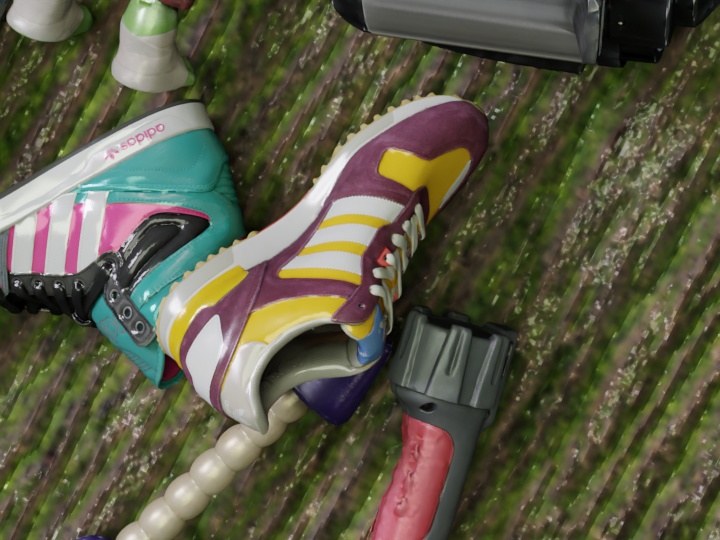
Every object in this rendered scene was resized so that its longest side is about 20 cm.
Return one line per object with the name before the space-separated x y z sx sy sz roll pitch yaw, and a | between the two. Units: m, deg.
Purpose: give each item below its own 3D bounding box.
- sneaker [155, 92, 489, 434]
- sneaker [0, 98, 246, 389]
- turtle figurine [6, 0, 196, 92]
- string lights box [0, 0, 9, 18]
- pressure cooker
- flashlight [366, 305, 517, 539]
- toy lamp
sneaker | 0.000 0.000 1.451 0.200 0.075 0.090 -41 56 -8
sneaker | -0.139 0.013 1.502 0.199 0.084 0.121 -30 80 9
turtle figurine | -0.096 -0.203 1.480 0.143 0.200 0.195 11 118 -14
string lights box | -0.267 -0.082 1.522 0.102 0.059 0.201 28 98 5
pressure cooker | 0.093 -0.184 1.399 0.199 0.179 0.177 8 93 9
flashlight | 0.018 0.119 1.492 0.068 0.068 0.201 17 98 10
toy lamp | -0.065 0.095 1.508 0.058 0.058 0.200 45 101 3
